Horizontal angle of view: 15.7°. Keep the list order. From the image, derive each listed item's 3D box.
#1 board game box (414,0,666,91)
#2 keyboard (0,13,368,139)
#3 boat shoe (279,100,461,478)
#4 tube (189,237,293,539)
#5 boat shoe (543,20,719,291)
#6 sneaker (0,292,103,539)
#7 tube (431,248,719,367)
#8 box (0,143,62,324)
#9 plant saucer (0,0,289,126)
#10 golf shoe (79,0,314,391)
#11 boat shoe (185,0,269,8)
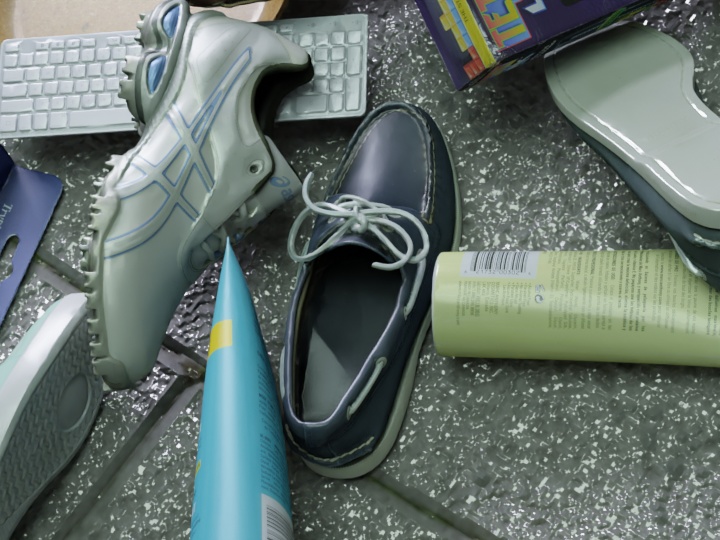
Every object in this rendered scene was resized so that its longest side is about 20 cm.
[{"bbox_3d":[0.082,-0.212,1.289,0.165,0.057,0.201,-24,87,-21],"label":"board game box"},{"bbox_3d":[-0.093,-0.099,1.343,0.199,0.011,0.057,-3,65,13],"label":"keyboard"},{"bbox_3d":[0.000,0.000,1.278,0.075,0.062,0.201,10,67,19],"label":"boat shoe"},{"bbox_3d":[-0.054,0.083,1.211,0.050,0.078,0.201,-3,46,1],"label":"tube"},{"bbox_3d":[0.144,-0.057,1.259,0.073,0.062,0.200,-20,36,-11],"label":"boat shoe"},{"bbox_3d":[-0.212,0.081,1.290,0.118,0.074,0.201,22,70,27],"label":"sneaker"},{"bbox_3d":[0.134,0.018,1.244,0.199,0.052,0.058,-1,97,10],"label":"tube"},{"bbox_3d":[-0.267,-0.027,1.384,0.199,0.032,0.122,15,69,20],"label":"box"},{"bbox_3d":[-0.123,-0.158,1.406,0.199,0.035,0.201,-6,63,11],"label":"plant saucer"},{"bbox_3d":[-0.079,-0.035,1.277,0.097,0.078,0.201,10,76,8],"label":"golf shoe"},{"bbox_3d":[-0.004,-0.181,1.320,0.202,0.075,0.075,-26,105,0],"label":"boat shoe"}]
